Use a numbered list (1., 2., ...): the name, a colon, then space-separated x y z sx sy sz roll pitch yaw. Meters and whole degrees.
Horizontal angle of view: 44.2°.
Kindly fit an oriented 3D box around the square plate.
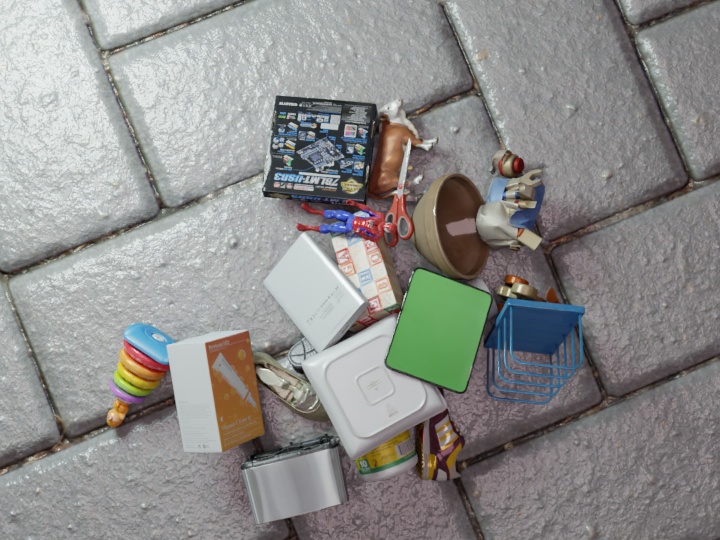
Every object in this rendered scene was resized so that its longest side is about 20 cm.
1. square plate: 0.026 0.205 1.586 0.200 0.028 0.198 -27 83 -9

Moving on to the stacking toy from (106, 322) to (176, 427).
1. stacking toy: -0.423 0.207 1.659 0.110 0.116 0.200 32 100 8

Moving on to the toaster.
1. toaster: -0.114 0.372 1.608 0.181 0.200 0.119 -14 83 -4

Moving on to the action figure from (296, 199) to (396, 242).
1. action figure: -0.033 -0.094 1.620 0.200 0.099 0.065 9 79 25

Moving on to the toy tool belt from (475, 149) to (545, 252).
1. toy tool belt: 0.308 -0.131 1.689 0.123 0.125 0.200 5 70 36

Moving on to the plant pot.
1. plant pot: 0.158 -0.078 1.679 0.093 0.201 0.201 -9 87 37

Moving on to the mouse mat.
1. mouse mat: 0.143 0.107 1.606 0.161 0.008 0.200 21 73 -6

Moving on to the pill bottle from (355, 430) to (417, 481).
1. pill bottle: 0.024 0.280 1.655 0.113 0.113 0.200 -19 89 -4

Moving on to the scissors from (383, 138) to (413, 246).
1. scissors: 0.070 -0.145 1.669 0.014 0.073 0.200 6 79 -41

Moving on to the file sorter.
1. file sorter: 0.315 0.153 1.625 0.139 0.200 0.123 6 62 -3

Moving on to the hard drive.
1. hard drive: -0.085 0.042 1.647 0.132 0.027 0.200 -50 59 14

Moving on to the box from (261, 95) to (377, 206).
1. box: -0.076 -0.228 1.690 0.200 0.050 0.199 5 78 5

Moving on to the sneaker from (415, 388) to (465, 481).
1. sneaker: 0.155 0.300 1.695 0.090 0.075 0.200 3 93 -11

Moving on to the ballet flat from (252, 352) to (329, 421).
1. ballet flat: -0.134 0.225 1.680 0.200 0.069 0.069 32 86 -1

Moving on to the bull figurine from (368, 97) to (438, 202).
1. bull figurine: 0.077 -0.228 1.712 0.121 0.065 0.200 15 90 14

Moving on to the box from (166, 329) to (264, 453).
1. box: -0.263 0.218 1.620 0.097 0.124 0.200 -7 94 33

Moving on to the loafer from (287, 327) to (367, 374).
1. loafer: -0.048 0.131 1.701 0.200 0.063 0.072 -31 59 -10

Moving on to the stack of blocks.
1. stack of blocks: 0.000 0.000 1.663 0.115 0.059 0.200 -23 67 17

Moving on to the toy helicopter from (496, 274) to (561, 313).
1. toy helicopter: 0.317 0.055 1.647 0.132 0.200 0.079 20 85 15

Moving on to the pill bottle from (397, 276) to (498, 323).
1. pill bottle: 0.153 0.092 1.680 0.200 0.113 0.113 -28 89 -4
